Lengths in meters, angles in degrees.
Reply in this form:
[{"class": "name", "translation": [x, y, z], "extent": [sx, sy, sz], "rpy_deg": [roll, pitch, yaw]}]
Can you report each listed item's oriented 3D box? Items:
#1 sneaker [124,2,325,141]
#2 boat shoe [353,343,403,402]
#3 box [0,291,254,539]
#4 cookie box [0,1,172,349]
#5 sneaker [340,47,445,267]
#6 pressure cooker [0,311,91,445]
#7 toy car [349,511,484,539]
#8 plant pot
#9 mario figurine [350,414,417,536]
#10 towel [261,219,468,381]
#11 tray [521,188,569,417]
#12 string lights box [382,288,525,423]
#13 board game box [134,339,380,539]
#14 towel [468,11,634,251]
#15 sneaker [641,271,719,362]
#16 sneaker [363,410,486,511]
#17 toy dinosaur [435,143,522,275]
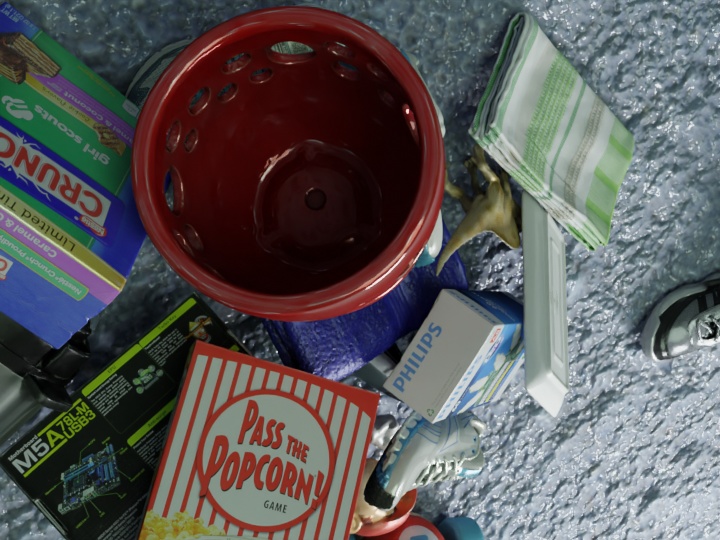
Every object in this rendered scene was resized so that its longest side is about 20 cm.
[{"class": "sneaker", "translation": [-0.100, -0.160, 0.761], "extent": [0.200, 0.086, 0.078], "rpy_deg": [-32, 109, -12]}, {"class": "boat shoe", "translation": [-0.004, 0.045, 0.894], "extent": [0.199, 0.074, 0.068], "rpy_deg": [44, 69, -18]}, {"class": "box", "translation": [-0.142, 0.152, 0.752], "extent": [0.193, 0.048, 0.200], "rpy_deg": [46, 67, 3]}, {"class": "cookie box", "translation": [-0.225, -0.071, 0.652], "extent": [0.171, 0.200, 0.075], "rpy_deg": [39, 119, -21]}, {"class": "sneaker", "translation": [0.039, -0.102, 0.819], "extent": [0.081, 0.076, 0.201], "rpy_deg": [-8, 81, -39]}, {"class": "pressure cooker", "translation": [-0.297, 0.042, 0.689], "extent": [0.200, 0.179, 0.176], "rpy_deg": [-42, 113, -2]}, {"class": "toy car", "translation": [0.061, 0.360, 0.955], "extent": [0.184, 0.200, 0.177], "rpy_deg": [2, 108, -27]}, {"class": "plant pot", "translation": [-0.041, -0.058, 0.679], "extent": [0.200, 0.183, 0.201], "rpy_deg": [-1, 81, 4]}, {"class": "mario figurine", "translation": [-0.005, 0.187, 0.911], "extent": [0.124, 0.106, 0.200], "rpy_deg": [-52, 130, -7]}, {"class": "towel", "translation": [0.000, 0.000, 0.835], "extent": [0.200, 0.050, 0.148], "rpy_deg": [-29, 92, -32]}, {"class": "tray", "translation": [0.179, 0.030, 0.915], "extent": [0.107, 0.022, 0.201], "rpy_deg": [40, 48, -56]}, {"class": "string lights box", "translation": [0.103, 0.074, 0.891], "extent": [0.103, 0.059, 0.200], "rpy_deg": [-59, 159, 12]}, {"class": "board game box", "translation": [-0.081, 0.170, 0.715], "extent": [0.151, 0.046, 0.201], "rpy_deg": [17, 71, -13]}, {"class": "towel", "translation": [0.194, -0.131, 0.915], "extent": [0.200, 0.031, 0.150], "rpy_deg": [37, 64, -31]}, {"class": "sneaker", "translation": [0.419, 0.055, 1.071], "extent": [0.200, 0.114, 0.076], "rpy_deg": [-26, 116, -16]}, {"class": "sneaker", "translation": [0.072, 0.169, 0.892], "extent": [0.087, 0.200, 0.075], "rpy_deg": [35, 120, 9]}, {"class": "toy dinosaur", "translation": [0.114, -0.061, 0.877], "extent": [0.200, 0.058, 0.101], "rpy_deg": [-21, 82, -58]}]
